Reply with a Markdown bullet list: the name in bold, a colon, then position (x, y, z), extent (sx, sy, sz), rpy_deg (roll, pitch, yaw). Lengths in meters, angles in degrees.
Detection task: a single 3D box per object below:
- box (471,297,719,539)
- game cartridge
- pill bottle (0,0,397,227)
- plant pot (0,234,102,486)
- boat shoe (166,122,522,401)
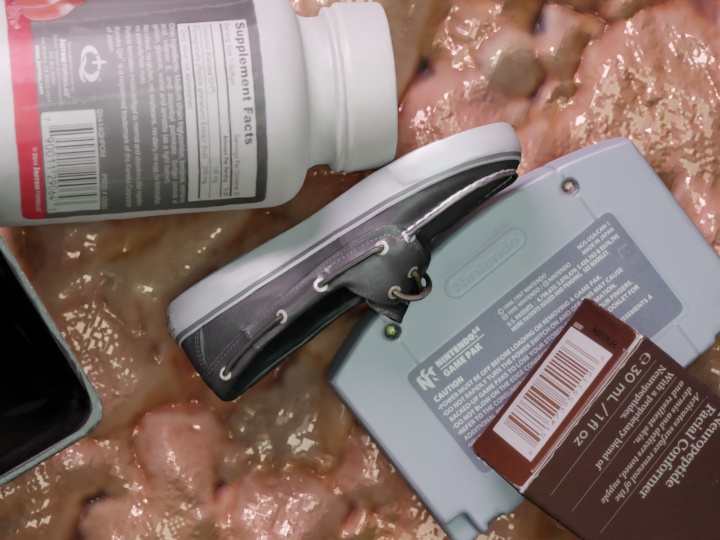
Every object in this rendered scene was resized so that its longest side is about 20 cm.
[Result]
- **box**: position (0.164, 0.115, 1.274), extent (0.200, 0.075, 0.100), rpy_deg (37, 91, -25)
- **game cartridge**: position (0.087, 0.030, 1.299), extent (0.200, 0.041, 0.133), rpy_deg (-38, 102, -4)
- **pill bottle**: position (-0.086, -0.082, 1.226), extent (0.199, 0.111, 0.111), rpy_deg (-5, 95, -8)
- **plant pot**: position (-0.256, 0.026, 1.175), extent (0.200, 0.177, 0.200), rpy_deg (-31, 98, -6)
- **boat shoe**: position (0.000, 0.000, 1.250), extent (0.200, 0.070, 0.066), rpy_deg (-29, 78, 3)
